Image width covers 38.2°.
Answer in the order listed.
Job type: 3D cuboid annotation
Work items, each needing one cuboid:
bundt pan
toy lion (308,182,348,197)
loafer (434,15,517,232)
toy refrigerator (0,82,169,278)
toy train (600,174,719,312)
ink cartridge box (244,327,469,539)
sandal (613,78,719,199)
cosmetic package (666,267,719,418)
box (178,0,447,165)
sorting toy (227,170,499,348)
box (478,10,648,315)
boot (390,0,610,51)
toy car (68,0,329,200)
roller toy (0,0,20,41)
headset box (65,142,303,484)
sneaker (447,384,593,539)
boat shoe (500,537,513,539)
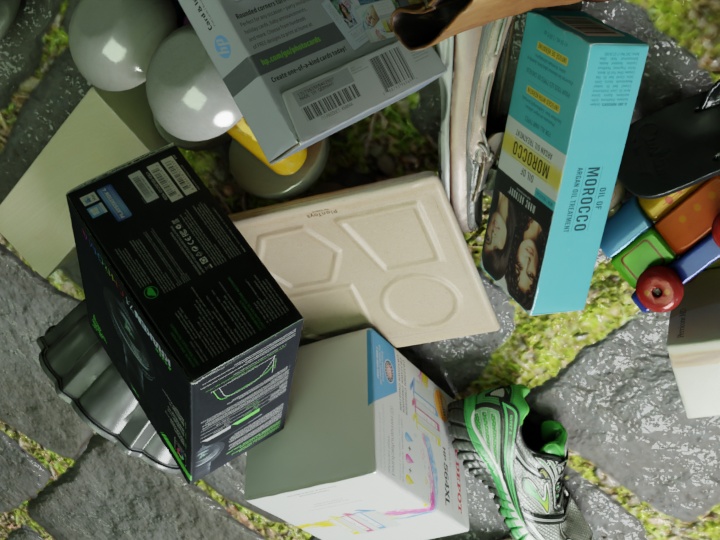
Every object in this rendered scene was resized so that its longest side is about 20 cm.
[{"bbox_3d":[-0.189,0.092,0.953,0.202,0.202,0.076,39,99,-8],"label":"bundt pan"},{"bbox_3d":[-0.052,0.037,0.938,0.199,0.069,0.192,-19,121,30],"label":"toy lion"},{"bbox_3d":[0.089,-0.116,0.769,0.062,0.072,0.201,2,121,12],"label":"loafer"},{"bbox_3d":[-0.239,-0.084,0.919,0.076,0.070,0.200,47,126,-5],"label":"toy refrigerator"},{"bbox_3d":[0.248,-0.070,0.739,0.116,0.085,0.200,49,123,6],"label":"toy train"},{"bbox_3d":[0.006,0.159,0.913,0.124,0.129,0.200,-17,145,25],"label":"ink cartridge box"},{"bbox_3d":[0.260,-0.106,0.681,0.199,0.045,0.076,-26,72,16],"label":"sandal"},{"bbox_3d":[0.332,0.041,0.758,0.199,0.105,0.071,-11,117,26],"label":"cosmetic package"},{"bbox_3d":[-0.046,-0.189,0.681,0.041,0.156,0.201,-24,98,49],"label":"box"},{"bbox_3d":[0.000,0.000,0.831,0.184,0.037,0.200,-11,139,18],"label":"sorting toy"},{"bbox_3d":[0.139,-0.075,0.741,0.049,0.082,0.201,-5,119,-23],"label":"box"},{"bbox_3d":[0.134,-0.189,0.584,0.188,0.199,0.069,0,108,62],"label":"boot"},{"bbox_3d":[-0.098,-0.158,0.764,0.199,0.175,0.151,32,88,27],"label":"toy car"},{"bbox_3d":[-0.368,-0.244,0.812,0.198,0.140,0.184,13,116,15],"label":"roller toy"},{"bbox_3d":[-0.134,0.041,0.786,0.175,0.092,0.200,52,155,20],"label":"headset box"},{"bbox_3d":[0.160,0.188,0.943,0.085,0.078,0.200,-25,115,24],"label":"sneaker"},{"bbox_3d":[0.127,0.318,1.052,0.199,0.065,0.072,-11,117,26],"label":"boat shoe"}]
